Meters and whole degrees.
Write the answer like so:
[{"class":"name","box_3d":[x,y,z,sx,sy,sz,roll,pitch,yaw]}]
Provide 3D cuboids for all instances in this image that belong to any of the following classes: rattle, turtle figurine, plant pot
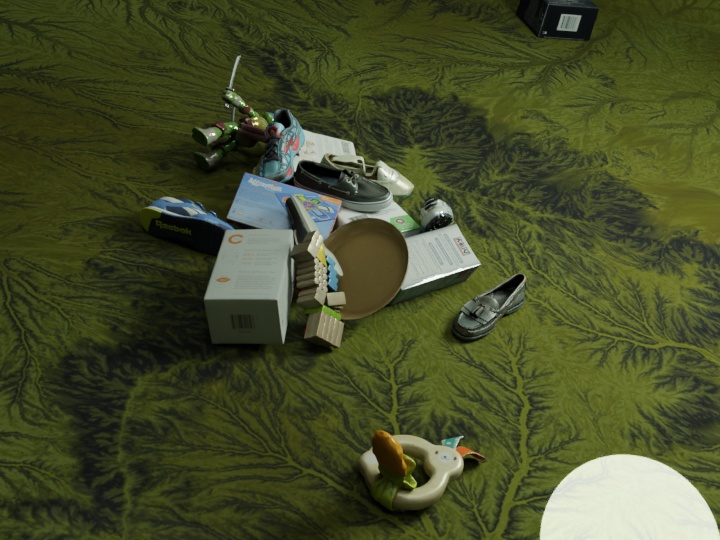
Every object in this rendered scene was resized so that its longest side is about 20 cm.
[{"class":"rattle","box_3d":[0.100,0.249,1.247,0.198,0.144,0.130,-12,24,-20]},{"class":"turtle figurine","box_3d":[-0.291,-0.317,1.867,0.193,0.144,0.201,-37,92,-34]},{"class":"plant pot","box_3d":[0.000,0.000,1.546,0.198,0.027,0.202,-13,58,22]}]

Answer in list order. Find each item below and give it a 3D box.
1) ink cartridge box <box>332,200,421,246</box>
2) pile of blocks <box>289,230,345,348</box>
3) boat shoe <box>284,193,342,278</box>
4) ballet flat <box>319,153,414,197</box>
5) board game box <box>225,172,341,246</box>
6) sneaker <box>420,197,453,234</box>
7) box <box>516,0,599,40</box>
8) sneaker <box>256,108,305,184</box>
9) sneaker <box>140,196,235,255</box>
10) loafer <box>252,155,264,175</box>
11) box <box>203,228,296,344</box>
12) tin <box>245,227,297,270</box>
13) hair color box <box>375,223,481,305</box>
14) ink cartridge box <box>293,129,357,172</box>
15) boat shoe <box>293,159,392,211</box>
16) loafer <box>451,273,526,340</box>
[{"class":"ink cartridge box","box_3d":[0.001,-0.095,1.709,0.144,0.085,0.200,-15,44,-32]},{"class":"pile of blocks","box_3d":[-0.077,0.036,1.481,0.062,0.202,0.082,-13,-10,41]},{"class":"boat shoe","box_3d":[-0.100,-0.052,1.568,0.060,0.074,0.201,-34,64,9]},{"class":"ballet flat","box_3d":[0.015,-0.192,1.718,0.198,0.063,0.068,8,38,-5]},{"class":"board game box","box_3d":[-0.145,-0.113,1.639,0.198,0.019,0.104,17,72,8]},{"class":"sneaker","box_3d":[0.146,-0.110,1.723,0.073,0.072,0.200,59,8,2]},{"class":"box","box_3d":[0.660,-0.872,2.901,0.195,0.118,0.201,-1,37,-18]},{"class":"sneaker","box_3d":[-0.175,-0.250,1.740,0.078,0.096,0.201,-4,45,17]},{"class":"sneaker","box_3d":[-0.311,-0.092,1.625,0.198,0.074,0.082,20,35,9]},{"class":"loafer","box_3d":[-0.192,-0.203,1.808,0.075,0.068,0.201,9,35,0]},{"class":"box","box_3d":[-0.183,0.025,1.470,0.123,0.098,0.201,0,37,4]},{"class":"tin","box_3d":[-0.151,-0.057,1.656,0.111,0.042,0.200,-11,42,-23]},{"class":"hair color box","box_3d":[0.120,-0.013,1.634,0.199,0.061,0.100,-17,67,-33]},{"class":"ink cartridge box","box_3d":[-0.091,-0.233,1.874,0.174,0.045,0.201,13,35,-18]},{"class":"boat shoe","box_3d":[-0.034,-0.166,1.666,0.198,0.057,0.069,13,47,6]},{"class":"loafer","box_3d":[0.240,0.060,1.593,0.072,0.063,0.199,34,42,27]}]
